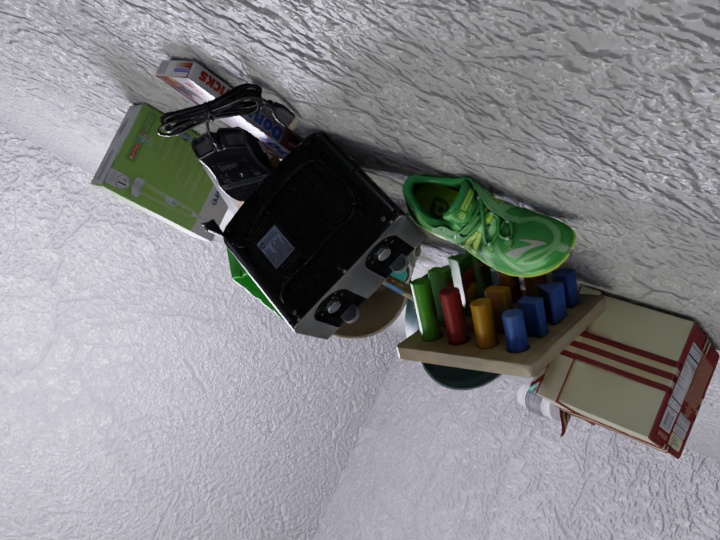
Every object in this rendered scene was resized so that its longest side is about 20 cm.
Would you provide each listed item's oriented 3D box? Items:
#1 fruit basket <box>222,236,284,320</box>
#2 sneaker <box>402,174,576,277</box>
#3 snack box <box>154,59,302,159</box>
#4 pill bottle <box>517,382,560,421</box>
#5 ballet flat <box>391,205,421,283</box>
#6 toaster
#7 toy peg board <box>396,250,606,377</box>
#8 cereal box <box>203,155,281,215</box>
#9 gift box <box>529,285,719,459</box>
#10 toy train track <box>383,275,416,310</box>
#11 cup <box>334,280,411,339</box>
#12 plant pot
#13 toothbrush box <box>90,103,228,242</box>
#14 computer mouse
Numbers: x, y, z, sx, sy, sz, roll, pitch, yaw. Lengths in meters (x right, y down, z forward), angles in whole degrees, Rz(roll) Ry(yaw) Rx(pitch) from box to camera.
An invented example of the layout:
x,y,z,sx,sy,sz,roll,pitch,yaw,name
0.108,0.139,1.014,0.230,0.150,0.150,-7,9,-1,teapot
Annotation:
x,y,z,sx,sy,sz,roll,pitch,yaw,name
-0.144,-0.038,1.365,0.155,0.216,0.215,-16,153,25,fruit basket
0.125,-0.049,0.806,0.199,0.074,0.084,22,177,29,sneaker
-0.148,-0.189,0.923,0.072,0.024,0.200,16,170,43,snack box
0.677,0.483,2.842,0.113,0.113,0.200,28,173,-24,pill bottle
0.062,-0.035,1.113,0.069,0.070,0.200,24,162,10,ballet flat
-0.049,-0.042,0.900,0.200,0.181,0.119,47,-173,29,toaster
0.172,0.036,0.974,0.199,0.098,0.200,3,-156,43,toy peg board
-0.141,-0.096,1.090,0.200,0.039,0.144,13,137,58,cereal box
0.346,0.146,1.040,0.186,0.200,0.184,21,168,41,gift box
0.011,0.010,1.073,0.200,0.033,0.115,29,-154,18,toy train track
0.000,0.000,1.290,0.200,0.201,0.143,24,-165,10,cup
0.152,0.073,1.236,0.200,0.201,0.134,28,-175,-27,plant pot
-0.307,-0.156,1.244,0.200,0.146,0.086,28,172,-31,toothbrush box
-0.129,-0.154,0.895,0.140,0.046,0.200,-16,153,16,computer mouse
